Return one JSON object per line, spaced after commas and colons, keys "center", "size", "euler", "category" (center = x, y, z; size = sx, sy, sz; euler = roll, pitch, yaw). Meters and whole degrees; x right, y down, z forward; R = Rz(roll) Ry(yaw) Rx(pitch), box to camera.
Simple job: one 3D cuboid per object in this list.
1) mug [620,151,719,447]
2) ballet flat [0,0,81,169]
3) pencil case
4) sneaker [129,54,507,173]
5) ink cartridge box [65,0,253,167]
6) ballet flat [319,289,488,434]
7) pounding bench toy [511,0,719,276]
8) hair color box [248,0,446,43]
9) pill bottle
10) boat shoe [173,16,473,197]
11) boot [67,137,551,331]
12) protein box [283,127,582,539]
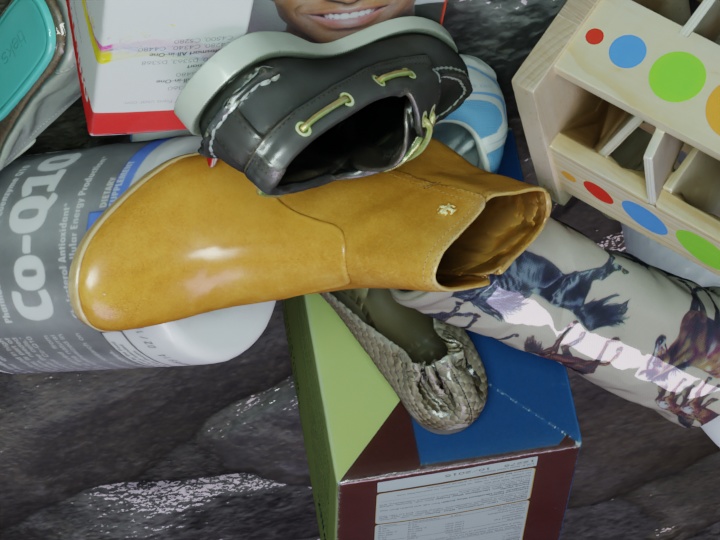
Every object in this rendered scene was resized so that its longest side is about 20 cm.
{"center": [0.251, 0.021, 1.478], "size": [0.147, 0.176, 0.199], "euler": [-29, 148, 32], "category": "mug"}
{"center": [-0.175, -0.081, 1.252], "size": [0.063, 0.068, 0.200], "euler": [-11, 162, -44], "category": "ballet flat"}
{"center": [0.110, 0.013, 1.313], "size": [0.199, 0.078, 0.089], "euler": [23, -175, -21], "category": "pencil case"}
{"center": [-0.020, -0.071, 1.317], "size": [0.199, 0.073, 0.072], "euler": [-5, 154, -9], "category": "sneaker"}
{"center": [-0.091, -0.139, 1.108], "size": [0.067, 0.117, 0.200], "euler": [-5, 152, -13], "category": "ink cartridge box"}
{"center": [0.000, 0.000, 1.334], "size": [0.067, 0.200, 0.046], "euler": [-32, 161, -12], "category": "ballet flat"}
{"center": [0.185, -0.061, 1.272], "size": [0.125, 0.156, 0.200], "euler": [-53, 157, -14], "category": "pounding bench toy"}
{"center": [-0.013, -0.142, 1.194], "size": [0.101, 0.062, 0.200], "euler": [-7, 152, -8], "category": "hair color box"}
{"center": [-0.148, -0.005, 1.301], "size": [0.199, 0.115, 0.114], "euler": [-5, 161, 37], "category": "pill bottle"}
{"center": [-0.004, -0.069, 1.140], "size": [0.072, 0.061, 0.201], "euler": [-50, 161, 28], "category": "boat shoe"}
{"center": [-0.020, -0.014, 1.169], "size": [0.201, 0.144, 0.071], "euler": [-28, 123, -35], "category": "boot"}
{"center": [0.035, 0.060, 1.448], "size": [0.134, 0.200, 0.200], "euler": [-8, 153, -5], "category": "protein box"}
